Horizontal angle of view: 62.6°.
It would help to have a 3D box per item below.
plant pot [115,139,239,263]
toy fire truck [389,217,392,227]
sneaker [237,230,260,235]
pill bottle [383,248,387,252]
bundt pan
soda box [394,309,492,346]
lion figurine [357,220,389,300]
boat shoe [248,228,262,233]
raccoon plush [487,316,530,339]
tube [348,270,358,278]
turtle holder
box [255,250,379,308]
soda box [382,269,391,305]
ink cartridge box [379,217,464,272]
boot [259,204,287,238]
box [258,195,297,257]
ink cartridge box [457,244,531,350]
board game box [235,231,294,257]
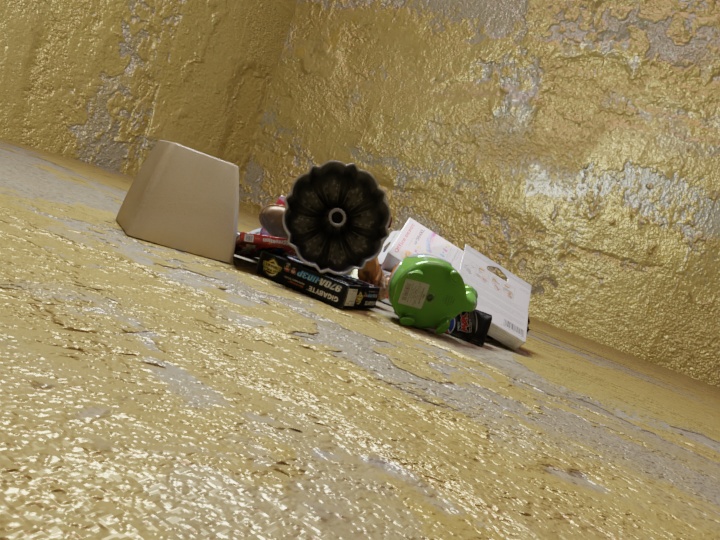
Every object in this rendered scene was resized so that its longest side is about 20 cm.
[{"bbox_3d":[-0.336,-0.142,1.143,0.197,0.181,0.199,17,4,-31],"label":"plant pot"},{"bbox_3d":[-0.033,-0.112,1.407,0.165,0.114,0.200,21,-21,-17],"label":"toy fire truck"},{"bbox_3d":[-0.207,-0.069,1.352,0.196,0.093,0.077,18,-9,-19],"label":"sneaker"},{"bbox_3d":[0.000,-0.018,1.540,0.196,0.113,0.111,17,4,-25],"label":"pill bottle"},{"bbox_3d":[-0.046,-0.092,1.089,0.198,0.206,0.076,18,-5,-7],"label":"bundt pan"},{"bbox_3d":[0.174,0.091,1.242,0.196,0.065,0.071,19,4,13],"label":"soda box"},{"bbox_3d":[0.013,-0.026,1.199,0.071,0.125,0.201,-16,-28,9],"label":"lion figurine"},{"bbox_3d":[-0.191,-0.057,1.474,0.195,0.075,0.066,2,43,-13],"label":"boat shoe"},{"bbox_3d":[0.317,0.117,1.450,0.197,0.099,0.133,16,-3,-32],"label":"raccoon plush"},{"bbox_3d":[0.000,0.000,1.326,0.057,0.053,0.202,-17,31,20],"label":"tube"},{"bbox_3d":[0.140,0.029,1.149,0.181,0.144,0.132,-14,22,-5],"label":"turtle holder"},{"bbox_3d":[-0.079,0.019,1.138,0.197,0.047,0.158,21,4,22],"label":"box"},{"bbox_3d":[0.053,0.035,1.398,0.197,0.070,0.063,21,4,27],"label":"soda box"},{"bbox_3d":[0.139,-0.017,1.456,0.198,0.129,0.126,32,-32,4],"label":"ink cartridge box"},{"bbox_3d":[-0.110,-0.068,1.165,0.198,0.075,0.075,31,2,-9],"label":"boot"},{"bbox_3d":[-0.118,-0.063,1.292,0.197,0.097,0.099,30,-19,-12],"label":"box"},{"bbox_3d":[0.295,0.060,1.355,0.198,0.045,0.178,31,47,-8],"label":"ink cartridge box"},{"bbox_3d":[-0.202,-0.047,1.179,0.101,0.020,0.199,9,-8,-18],"label":"board game box"}]
